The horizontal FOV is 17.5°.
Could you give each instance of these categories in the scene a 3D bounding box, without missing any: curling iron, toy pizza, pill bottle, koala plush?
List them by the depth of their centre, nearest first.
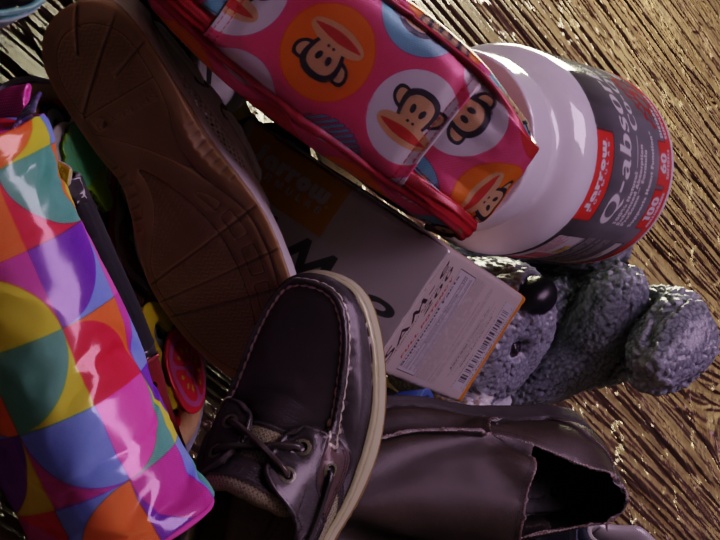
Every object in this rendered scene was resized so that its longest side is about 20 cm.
[{"bbox_3d":[-0.102,0.049,1.045,0.050,0.026,0.200,-46,131,-54],"label":"curling iron"},{"bbox_3d":[-0.119,0.000,1.107,0.200,0.032,0.200,50,29,-41],"label":"toy pizza"},{"bbox_3d":[0.090,-0.064,1.293,0.200,0.116,0.116,3,69,-64],"label":"pill bottle"},{"bbox_3d":[0.083,0.032,1.450,0.200,0.184,0.177,-25,90,-48],"label":"koala plush"}]

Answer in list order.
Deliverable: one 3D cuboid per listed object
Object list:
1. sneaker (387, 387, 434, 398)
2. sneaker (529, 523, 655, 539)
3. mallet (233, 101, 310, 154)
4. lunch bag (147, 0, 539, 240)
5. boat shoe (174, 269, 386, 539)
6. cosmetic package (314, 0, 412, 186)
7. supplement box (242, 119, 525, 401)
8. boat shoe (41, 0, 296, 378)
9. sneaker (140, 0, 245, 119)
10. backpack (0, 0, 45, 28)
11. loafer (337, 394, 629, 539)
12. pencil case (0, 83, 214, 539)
[{"bbox_3d":[0.007,0.130,1.261,0.200,0.078,0.070,81,17,-45],"label":"sneaker"},{"bbox_3d":[0.134,0.239,1.366,0.202,0.146,0.077,69,19,-9],"label":"sneaker"},{"bbox_3d":[-0.089,-0.129,1.293,0.200,0.041,0.066,62,19,-9],"label":"mallet"},{"bbox_3d":[-0.011,-0.102,1.126,0.200,0.082,0.176,38,3,-7],"label":"lunch bag"},{"bbox_3d":[-0.040,0.097,1.051,0.065,0.073,0.200,12,90,-67],"label":"boat shoe"},{"bbox_3d":[-0.010,-0.129,1.328,0.200,0.085,0.108,67,1,-74],"label":"cosmetic package"},{"bbox_3d":[0.000,0.000,1.223,0.126,0.074,0.200,34,1,17],"label":"supplement box"},{"bbox_3d":[-0.076,-0.045,1.108,0.200,0.071,0.069,65,21,-13],"label":"boat shoe"},{"bbox_3d":[-0.114,-0.170,1.208,0.200,0.074,0.089,68,19,-5],"label":"sneaker"},{"bbox_3d":[-0.206,-0.161,0.861,0.200,0.153,0.176,63,22,7],"label":"backpack"},{"bbox_3d":[0.054,0.103,1.151,0.200,0.071,0.073,-6,112,-36],"label":"loafer"},{"bbox_3d":[-0.132,0.027,0.978,0.200,0.088,0.088,70,21,-9],"label":"pencil case"}]
